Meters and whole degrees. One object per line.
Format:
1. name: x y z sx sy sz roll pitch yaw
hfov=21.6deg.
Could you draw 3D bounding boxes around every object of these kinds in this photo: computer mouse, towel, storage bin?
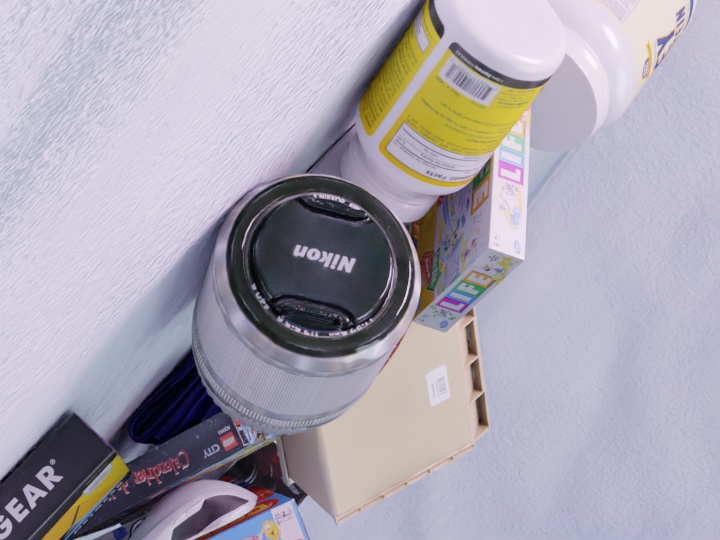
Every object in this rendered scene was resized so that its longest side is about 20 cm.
1. computer mouse: -0.186 0.231 1.696 0.199 0.044 0.109 -25 -176 -26
2. towel: -0.144 0.112 1.810 0.148 0.050 0.200 -48 173 2
3. storage bin: 0.016 0.106 1.811 0.197 0.094 0.202 -26 127 -23

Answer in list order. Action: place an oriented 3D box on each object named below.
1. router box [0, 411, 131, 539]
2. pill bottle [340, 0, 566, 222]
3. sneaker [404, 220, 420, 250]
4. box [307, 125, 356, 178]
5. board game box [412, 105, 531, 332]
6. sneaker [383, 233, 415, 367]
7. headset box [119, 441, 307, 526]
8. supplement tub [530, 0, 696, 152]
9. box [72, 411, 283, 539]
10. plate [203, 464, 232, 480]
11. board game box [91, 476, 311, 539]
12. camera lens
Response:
1. router box: -0.275 0.211 1.514 0.200 0.051 0.149 -47 172 -10
2. pill bottle: 0.066 -0.133 1.477 0.112 0.112 0.200 -40 170 -50
3. sneaker: 0.000 0.000 1.730 0.198 0.076 0.088 -23 169 17
4. box: 0.011 -0.103 1.644 0.200 0.036 0.144 -45 173 -18
5. board game box: 0.093 -0.068 1.564 0.134 0.034 0.202 -46 -149 51
6. sneaker: -0.001 0.023 1.643 0.078 0.082 0.201 -50 156 -37
7. headset box: -0.165 0.248 2.030 0.200 0.149 0.077 -39 170 -50
8. supplement tub: 0.196 -0.212 1.658 0.200 0.145 0.145 -51 177 -37
9. box: -0.178 0.184 1.735 0.199 0.038 0.137 -29 172 11
10. plate: -0.119 0.133 1.953 0.200 0.032 0.201 -44 -166 38
11. board game box: -0.170 0.268 1.778 0.199 0.056 0.195 -24 -171 -21
12. camera lens: -0.047 0.030 1.476 0.160 0.160 0.200 -45 173 -25
